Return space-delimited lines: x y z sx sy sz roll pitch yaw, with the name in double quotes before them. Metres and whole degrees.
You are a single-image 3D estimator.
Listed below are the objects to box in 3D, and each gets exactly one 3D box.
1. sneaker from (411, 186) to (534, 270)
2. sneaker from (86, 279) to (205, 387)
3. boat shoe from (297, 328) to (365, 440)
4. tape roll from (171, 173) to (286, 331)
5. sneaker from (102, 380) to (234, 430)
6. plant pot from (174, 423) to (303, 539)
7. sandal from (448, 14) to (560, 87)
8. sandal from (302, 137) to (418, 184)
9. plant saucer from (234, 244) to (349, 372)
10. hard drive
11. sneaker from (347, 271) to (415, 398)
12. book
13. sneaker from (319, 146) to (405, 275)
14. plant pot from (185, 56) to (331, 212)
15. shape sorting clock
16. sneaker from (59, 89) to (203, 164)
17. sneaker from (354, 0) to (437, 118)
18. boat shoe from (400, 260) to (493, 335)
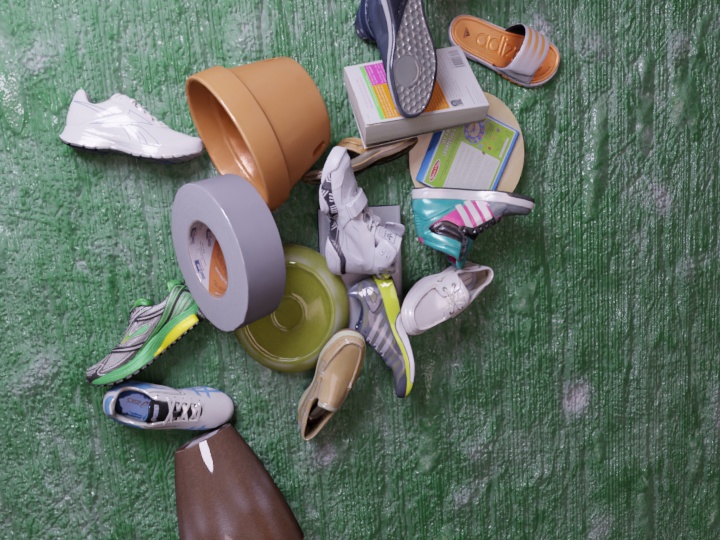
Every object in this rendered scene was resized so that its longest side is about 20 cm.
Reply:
"sneaker" 0.173 -0.064 0.844 0.191 0.084 0.126 3 97 0
"sneaker" -0.326 0.095 0.807 0.199 0.078 0.086 -41 97 -13
"boat shoe" -0.044 0.184 0.830 0.069 0.077 0.205 18 120 -10
"tape roll" -0.186 -0.024 0.747 0.065 0.196 0.208 -21 103 -40
"sneaker" -0.289 0.213 0.821 0.193 0.072 0.075 11 95 -21
"plant pot" -0.206 0.351 0.822 0.181 0.187 0.207 -23 87 -7
"sandal" 0.238 -0.355 0.863 0.199 0.059 0.082 12 96 -13
"sandal" -0.004 -0.180 0.830 0.194 0.080 0.056 -24 93 -10
"plant saucer" -0.113 0.064 0.843 0.191 0.031 0.209 0 98 1
"hard drive" 0.000 0.000 0.876 0.134 0.033 0.209 -4 98 -11
"sneaker" 0.034 0.104 0.851 0.078 0.074 0.208 -15 94 -2
"book" 0.082 -0.272 0.820 0.192 0.049 0.138 -13 63 -9
"sneaker" 0.006 -0.076 0.767 0.110 0.076 0.206 9 129 13
"plant pot" -0.132 -0.200 0.751 0.138 0.198 0.204 -36 103 -22
"shape sorting clock" 0.173 -0.187 0.883 0.191 0.039 0.209 -2 103 -7
"sneaker" -0.320 -0.202 0.763 0.192 0.074 0.091 9 91 -13
"sneaker" 0.048 -0.324 0.784 0.074 0.146 0.211 -10 101 -15
"boat shoe" 0.141 0.036 0.849 0.198 0.068 0.073 -34 109 -37
